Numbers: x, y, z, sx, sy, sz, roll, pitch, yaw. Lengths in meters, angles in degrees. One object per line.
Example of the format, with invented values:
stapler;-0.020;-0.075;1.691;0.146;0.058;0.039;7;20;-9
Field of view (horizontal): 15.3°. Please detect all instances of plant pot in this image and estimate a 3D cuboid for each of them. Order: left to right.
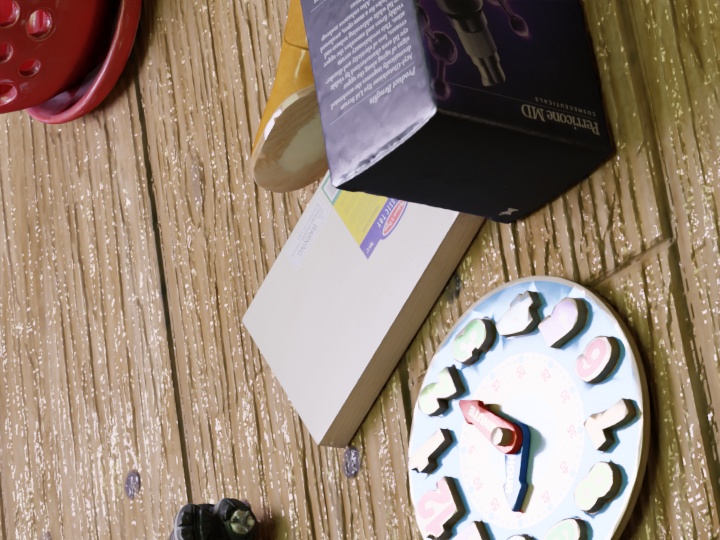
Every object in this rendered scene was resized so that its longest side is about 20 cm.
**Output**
plant pot;-0.280;-0.214;2.049;0.200;0.182;0.202;-14;72;50

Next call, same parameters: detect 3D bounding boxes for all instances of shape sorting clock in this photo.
shape sorting clock;0.097;0.102;1.611;0.200;0.039;0.201;-15;71;50

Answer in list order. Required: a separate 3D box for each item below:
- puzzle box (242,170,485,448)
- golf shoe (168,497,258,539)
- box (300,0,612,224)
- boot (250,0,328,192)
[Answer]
puzzle box;0.000;0.000;1.769;0.200;0.025;0.133;-59;42;26
golf shoe;-0.095;0.257;1.813;0.088;0.077;0.201;131;139;-60
box;0.052;-0.146;1.635;0.104;0.147;0.201;-34;58;42
boot;-0.028;-0.166;1.818;0.202;0.071;0.144;-56;38;24
